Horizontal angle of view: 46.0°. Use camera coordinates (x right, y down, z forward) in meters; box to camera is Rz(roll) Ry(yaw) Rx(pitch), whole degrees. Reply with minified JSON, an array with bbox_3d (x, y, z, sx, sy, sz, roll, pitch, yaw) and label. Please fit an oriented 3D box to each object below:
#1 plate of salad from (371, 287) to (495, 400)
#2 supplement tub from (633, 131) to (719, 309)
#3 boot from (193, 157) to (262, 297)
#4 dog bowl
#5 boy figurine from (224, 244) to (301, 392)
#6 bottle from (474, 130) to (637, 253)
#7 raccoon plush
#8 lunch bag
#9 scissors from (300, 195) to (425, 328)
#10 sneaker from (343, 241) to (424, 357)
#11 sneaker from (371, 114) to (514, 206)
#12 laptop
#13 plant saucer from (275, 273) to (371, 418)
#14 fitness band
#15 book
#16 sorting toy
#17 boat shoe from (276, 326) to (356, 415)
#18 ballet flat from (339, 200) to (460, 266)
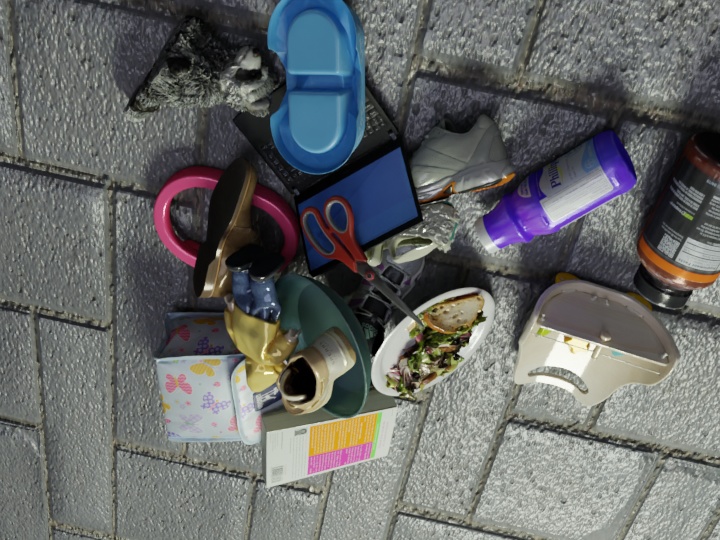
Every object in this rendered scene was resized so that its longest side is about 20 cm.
[{"bbox_3d":[0.104,0.105,1.138,0.197,0.048,0.202,-24,142,-19],"label":"plate of salad"},{"bbox_3d":[0.397,-0.053,1.006,0.105,0.108,0.202,15,126,-2],"label":"supplement tub"},{"bbox_3d":[-0.157,-0.053,1.092,0.074,0.074,0.202,4,124,-28],"label":"boot"},{"bbox_3d":[-0.045,-0.215,0.965,0.109,0.049,0.204,6,106,22],"label":"dog bowl"},{"bbox_3d":[-0.124,0.074,1.091,0.123,0.064,0.203,18,128,31],"label":"boy figurine"},{"bbox_3d":[0.231,-0.088,1.022,0.198,0.084,0.065,-30,116,26],"label":"bottle"},{"bbox_3d":[-0.186,-0.218,1.022,0.133,0.098,0.199,30,154,-25],"label":"raccoon plush"},{"bbox_3d":[-0.187,0.157,1.231,0.196,0.128,0.172,0,125,-2],"label":"lunch bag"},{"bbox_3d":[0.000,0.000,1.027,0.073,0.014,0.202,-33,90,25],"label":"scissors"},{"bbox_3d":[0.021,0.055,1.116,0.077,0.141,0.201,25,125,-9],"label":"sneaker"},{"bbox_3d":[0.090,-0.132,1.034,0.197,0.075,0.094,-12,90,30],"label":"sneaker"},{"bbox_3d":[-0.043,-0.124,1.023,0.175,0.104,0.201,-25,118,27],"label":"laptop"},{"bbox_3d":[-0.045,0.092,1.094,0.199,0.036,0.203,34,136,39],"label":"plant saucer"},{"bbox_3d":[-0.179,-0.059,1.135,0.197,0.038,0.145,20,124,-6],"label":"fitness band"},{"bbox_3d":[-0.049,0.252,1.266,0.196,0.048,0.135,-10,132,-18],"label":"book"},{"bbox_3d":[0.292,0.112,1.145,0.196,0.108,0.182,17,132,-3],"label":"sorting toy"},{"bbox_3d":[-0.072,0.136,1.066,0.074,0.069,0.201,54,146,15],"label":"boat shoe"},{"bbox_3d":[0.032,-0.041,1.062,0.197,0.072,0.072,-9,124,35],"label":"ballet flat"}]
